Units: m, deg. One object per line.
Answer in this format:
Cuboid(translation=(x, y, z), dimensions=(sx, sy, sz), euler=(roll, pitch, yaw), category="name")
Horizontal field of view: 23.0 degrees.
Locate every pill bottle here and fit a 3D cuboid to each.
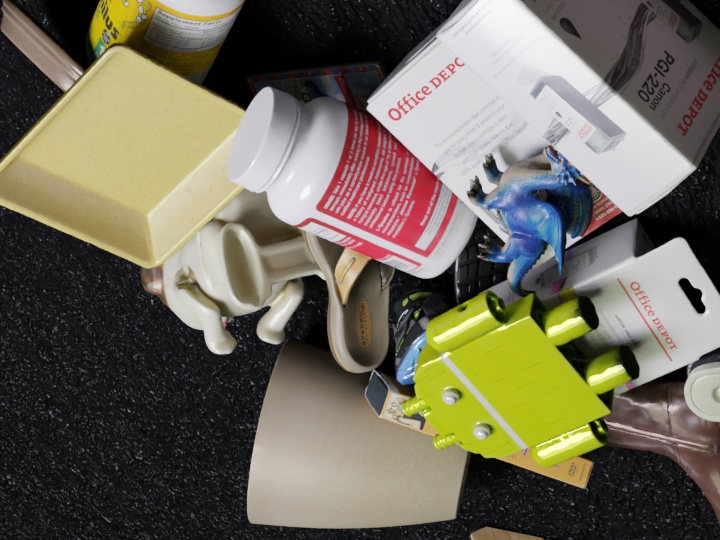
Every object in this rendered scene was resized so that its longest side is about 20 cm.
Cuboid(translation=(-0.156, -0.238, 1.497), dimensions=(0.113, 0.113, 0.200), euler=(37, 141, 0), category="pill bottle")
Cuboid(translation=(-0.006, -0.077, 1.490), dimensions=(0.199, 0.113, 0.112), euler=(22, 145, -22), category="pill bottle")

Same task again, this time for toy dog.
Cuboid(translation=(-0.132, -0.013, 1.674), dimensions=(0.195, 0.139, 0.200), euler=(60, 144, 5), category="toy dog")

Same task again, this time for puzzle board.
Cuboid(translation=(-0.007, -0.096, 1.601), dimensions=(0.150, 0.017, 0.201), euler=(-1, 127, 36), category="puzzle board")

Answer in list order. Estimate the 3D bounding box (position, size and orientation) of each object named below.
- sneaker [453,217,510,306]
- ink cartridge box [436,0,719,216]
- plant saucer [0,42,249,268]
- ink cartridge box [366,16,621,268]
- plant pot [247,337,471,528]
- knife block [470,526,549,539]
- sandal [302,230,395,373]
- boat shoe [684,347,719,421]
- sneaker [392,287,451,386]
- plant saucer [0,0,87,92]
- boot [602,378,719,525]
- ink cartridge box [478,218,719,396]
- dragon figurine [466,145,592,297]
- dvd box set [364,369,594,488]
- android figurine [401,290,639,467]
Cuboid(translation=(0.113, 0.042, 1.604), dimensions=(0.088, 0.075, 0.201), euler=(-152, 45, -65), category="sneaker")
Cuboid(translation=(0.176, -0.161, 1.304), dimensions=(0.200, 0.146, 0.085), euler=(43, 139, -8), category="ink cartridge box")
Cuboid(translation=(-0.196, -0.107, 1.525), dimensions=(0.199, 0.049, 0.200), euler=(25, 126, -39), category="plant saucer")
Cuboid(translation=(0.127, -0.119, 1.429), dimensions=(0.200, 0.083, 0.147), euler=(44, 139, -9), category="ink cartridge box")
Cuboid(translation=(0.008, 0.177, 1.750), dimensions=(0.199, 0.188, 0.188), euler=(11, 136, 7), category="plant pot")
Cuboid(translation=(0.175, 0.355, 1.780), dimensions=(0.199, 0.176, 0.064), euler=(7, 132, 31), category="knife block")
Cuboid(translation=(0.000, 0.000, 1.586), dimensions=(0.054, 0.080, 0.201), euler=(16, 120, 54), category="sandal")
Cuboid(translation=(0.373, 0.087, 1.473), dimensions=(0.199, 0.068, 0.072), euler=(1, 116, 16), category="boat shoe")
Cuboid(translation=(0.055, 0.057, 1.601), dimensions=(0.200, 0.070, 0.083), euler=(63, -175, -87), category="sneaker")
Cuboid(translation=(-0.255, -0.171, 1.606), dimensions=(0.200, 0.029, 0.200), euler=(43, 179, 1), category="plant saucer")
Cuboid(translation=(0.262, 0.165, 1.621), dimensions=(0.199, 0.064, 0.187), euler=(4, 118, 29), category="boot")
Cuboid(translation=(0.211, 0.038, 1.504), dimensions=(0.199, 0.068, 0.117), euler=(-26, 115, 23), category="ink cartridge box")
Cuboid(translation=(0.144, -0.038, 1.385), dimensions=(0.099, 0.059, 0.201), euler=(9, 132, 27), category="dragon figurine")
Cuboid(translation=(0.106, 0.145, 1.636), dimensions=(0.199, 0.030, 0.146), euler=(20, -178, -5), category="dvd box set")
Cuboid(translation=(0.127, 0.094, 1.485), dimensions=(0.199, 0.041, 0.182), euler=(-26, 119, 29), category="android figurine")
